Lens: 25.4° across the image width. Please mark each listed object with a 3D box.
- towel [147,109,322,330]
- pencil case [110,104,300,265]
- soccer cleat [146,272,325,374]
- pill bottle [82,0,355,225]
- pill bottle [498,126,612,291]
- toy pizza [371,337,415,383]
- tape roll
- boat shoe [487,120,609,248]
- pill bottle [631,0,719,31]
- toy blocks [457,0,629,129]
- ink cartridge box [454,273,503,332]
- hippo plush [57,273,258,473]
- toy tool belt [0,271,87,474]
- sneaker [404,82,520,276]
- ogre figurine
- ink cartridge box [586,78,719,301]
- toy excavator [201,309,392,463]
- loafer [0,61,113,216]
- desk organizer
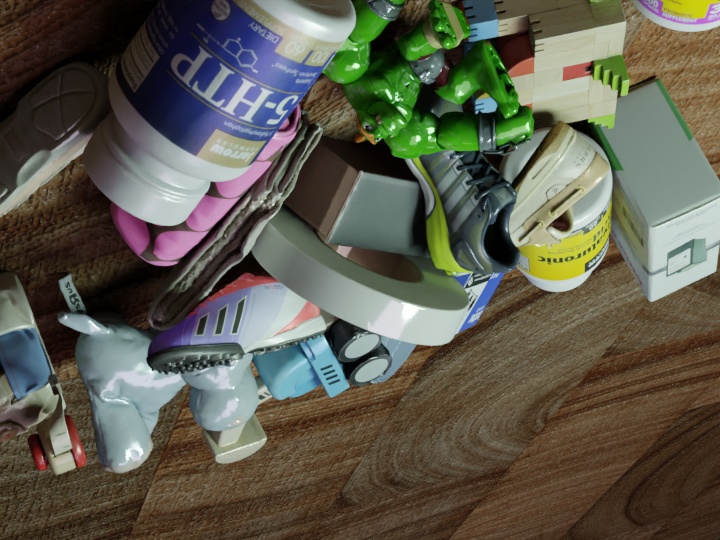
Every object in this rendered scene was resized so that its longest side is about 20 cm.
[{"bbox_3d":[-0.106,-0.041,1.362,0.200,0.034,0.133,-44,-167,40],"label":"towel"},{"bbox_3d":[-0.130,-0.090,1.274,0.200,0.094,0.091,-46,-167,39],"label":"pencil case"},{"bbox_3d":[-0.111,0.041,1.367,0.068,0.073,0.200,-18,176,41],"label":"soccer cleat"},{"bbox_3d":[-0.105,-0.133,1.116,0.120,0.120,0.200,7,130,-49],"label":"pill bottle"},{"bbox_3d":[0.197,-0.053,1.613,0.111,0.112,0.200,-23,157,-2],"label":"pill bottle"},{"bbox_3d":[0.054,0.024,1.641,0.200,0.032,0.200,-56,167,-20],"label":"toy pizza"},{"bbox_3d":[0.000,0.000,1.406,0.202,0.203,0.037,6,115,-49],"label":"tape roll"},{"bbox_3d":[0.162,-0.053,1.446,0.074,0.069,0.200,-57,180,-31],"label":"boat shoe"},{"bbox_3d":[0.264,-0.277,1.219,0.104,0.104,0.200,-20,155,-9],"label":"pill bottle"},{"bbox_3d":[0.148,-0.178,1.356,0.136,0.100,0.200,-11,156,1],"label":"toy blocks"},{"bbox_3d":[0.101,0.016,1.628,0.094,0.044,0.200,-61,168,12],"label":"ink cartridge box"},{"bbox_3d":[-0.177,0.078,1.481,0.160,0.159,0.201,-12,115,-4],"label":"hippo plush"},{"bbox_3d":[-0.320,0.104,1.358,0.123,0.200,0.125,-21,148,-13],"label":"toy tool belt"},{"bbox_3d":[0.094,-0.082,1.385,0.074,0.081,0.200,-42,128,-35],"label":"sneaker"},{"bbox_3d":[0.045,-0.154,1.277,0.120,0.098,0.200,-24,150,25],"label":"ogre figurine"},{"bbox_3d":[0.294,-0.077,1.611,0.084,0.146,0.200,-25,157,-1],"label":"ink cartridge box"},{"bbox_3d":[-0.077,0.095,1.538,0.200,0.100,0.195,-28,153,-4],"label":"toy excavator"},{"bbox_3d":[-0.258,-0.080,1.199,0.200,0.072,0.063,-33,162,13],"label":"loafer"},{"bbox_3d":[0.026,-0.064,1.449,0.200,0.077,0.072,7,115,-49],"label":"desk organizer"}]
